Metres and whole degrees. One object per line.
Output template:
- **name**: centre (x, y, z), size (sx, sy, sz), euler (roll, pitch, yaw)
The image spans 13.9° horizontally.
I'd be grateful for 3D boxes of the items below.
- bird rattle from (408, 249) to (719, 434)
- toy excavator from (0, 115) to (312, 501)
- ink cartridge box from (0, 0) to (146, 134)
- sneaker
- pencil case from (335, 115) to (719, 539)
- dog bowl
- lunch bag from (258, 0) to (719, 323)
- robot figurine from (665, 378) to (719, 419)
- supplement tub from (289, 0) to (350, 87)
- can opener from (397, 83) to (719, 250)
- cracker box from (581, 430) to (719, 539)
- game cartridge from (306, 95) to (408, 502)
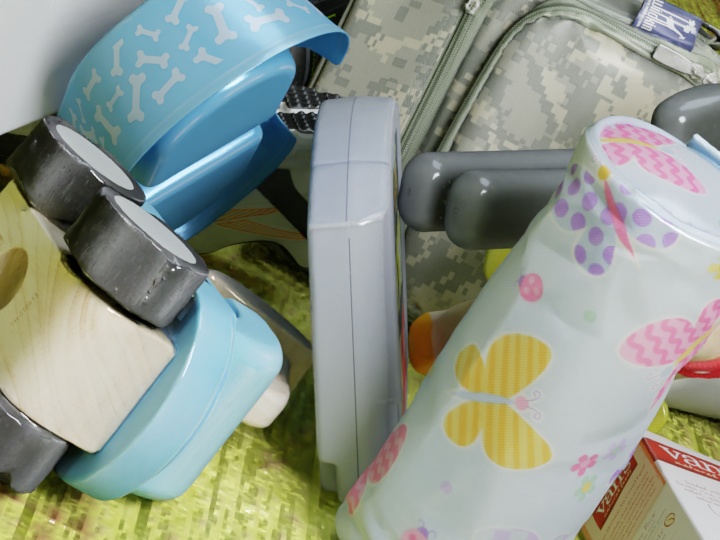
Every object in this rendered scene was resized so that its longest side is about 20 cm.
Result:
- **bird rattle**: centre (0.114, 0.035, 1.252), size (0.162, 0.114, 0.199), euler (3, -1, -38)
- **toy excavator**: centre (-0.074, 0.032, 1.090), size (0.200, 0.100, 0.195), euler (36, 8, -34)
- **ink cartridge box**: centre (-0.184, -0.136, 1.192), size (0.199, 0.085, 0.144), euler (27, 35, 31)
- **sneaker**: centre (-0.098, -0.045, 1.324), size (0.199, 0.080, 0.074), euler (8, 25, -10)
- **pencil case**: centre (0.072, 0.042, 1.082), size (0.083, 0.201, 0.091), euler (42, 26, 23)
- **dog bowl**: centre (-0.074, -0.060, 1.182), size (0.050, 0.111, 0.200), euler (54, -23, 9)
- **lunch bag**: centre (0.066, -0.062, 1.405), size (0.167, 0.201, 0.139), euler (31, 13, 13)
- **robot figurine**: centre (0.190, 0.020, 1.528), size (0.199, 0.114, 0.169), euler (15, -14, -43)
- **supplement tub**: centre (-0.075, -0.115, 1.478), size (0.122, 0.123, 0.200), euler (30, 14, 5)
- **can opener**: centre (0.097, -0.042, 1.220), size (0.199, 0.067, 0.052), euler (-9, 21, -44)
- **cracker box**: centre (0.178, 0.148, 1.190), size (0.133, 0.058, 0.200), euler (23, 15, -18)
- **game cartridge**: centre (0.000, 0.000, 1.218), size (0.041, 0.134, 0.200), euler (-5, 16, 3)
